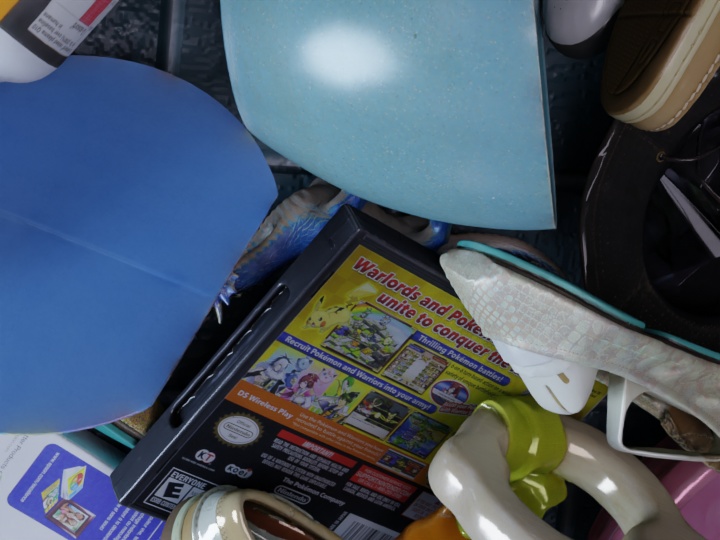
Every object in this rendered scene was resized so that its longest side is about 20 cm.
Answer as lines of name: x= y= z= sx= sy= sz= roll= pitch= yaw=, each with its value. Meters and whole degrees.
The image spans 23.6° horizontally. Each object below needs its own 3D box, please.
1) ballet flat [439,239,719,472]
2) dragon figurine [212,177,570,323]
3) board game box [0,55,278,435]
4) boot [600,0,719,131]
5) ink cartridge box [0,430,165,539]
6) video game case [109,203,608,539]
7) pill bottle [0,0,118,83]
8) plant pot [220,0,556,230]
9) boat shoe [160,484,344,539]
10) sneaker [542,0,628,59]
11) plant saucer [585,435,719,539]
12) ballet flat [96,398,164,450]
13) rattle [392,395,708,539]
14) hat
ballet flat: x=0.117 y=0.048 z=0.800 sx=0.199 sy=0.067 sz=0.063 roll=23 pitch=85 yaw=-22
dragon figurine: x=0.000 y=0.000 z=0.852 sx=0.199 sy=0.059 sz=0.100 roll=20 pitch=102 yaw=-24
board game box: x=-0.131 y=-0.006 z=0.755 sx=0.157 sy=0.201 sz=0.039 roll=20 pitch=148 yaw=13
boot: x=0.210 y=-0.118 z=0.803 sx=0.155 sy=0.073 sz=0.201 roll=37 pitch=73 yaw=-22
ink cartridge box: x=-0.137 y=0.141 z=0.869 sx=0.200 sy=0.039 sz=0.100 roll=37 pitch=95 yaw=-23
video game case: x=0.008 y=0.075 z=0.850 sx=0.200 sy=0.026 sz=0.181 roll=28 pitch=112 yaw=-38
pill bottle: x=-0.145 y=-0.153 z=0.727 sx=0.116 sy=0.116 sz=0.200 roll=42 pitch=92 yaw=-24
plant pot: x=0.012 y=-0.113 z=0.762 sx=0.134 sy=0.200 sz=0.201 roll=-5 pitch=110 yaw=7
boat shoe: x=0.001 y=0.166 z=0.810 sx=0.200 sy=0.076 sz=0.072 roll=34 pitch=52 yaw=-23
sneaker: x=0.105 y=-0.208 z=0.800 sx=0.108 sy=0.067 sz=0.202 roll=19 pitch=96 yaw=-39
plant saucer: x=0.192 y=0.148 z=0.937 sx=0.200 sy=0.051 sz=0.201 roll=-21 pitch=132 yaw=-25
ballet flat: x=-0.161 y=0.022 z=0.811 sx=0.199 sy=0.071 sz=0.071 roll=30 pitch=97 yaw=-23
rattle: x=0.107 y=0.164 z=0.816 sx=0.200 sy=0.130 sz=0.143 roll=36 pitch=102 yaw=10
hat: x=0.177 y=-0.034 z=0.887 sx=0.199 sy=0.081 sz=0.202 roll=-6 pitch=105 yaw=-23
